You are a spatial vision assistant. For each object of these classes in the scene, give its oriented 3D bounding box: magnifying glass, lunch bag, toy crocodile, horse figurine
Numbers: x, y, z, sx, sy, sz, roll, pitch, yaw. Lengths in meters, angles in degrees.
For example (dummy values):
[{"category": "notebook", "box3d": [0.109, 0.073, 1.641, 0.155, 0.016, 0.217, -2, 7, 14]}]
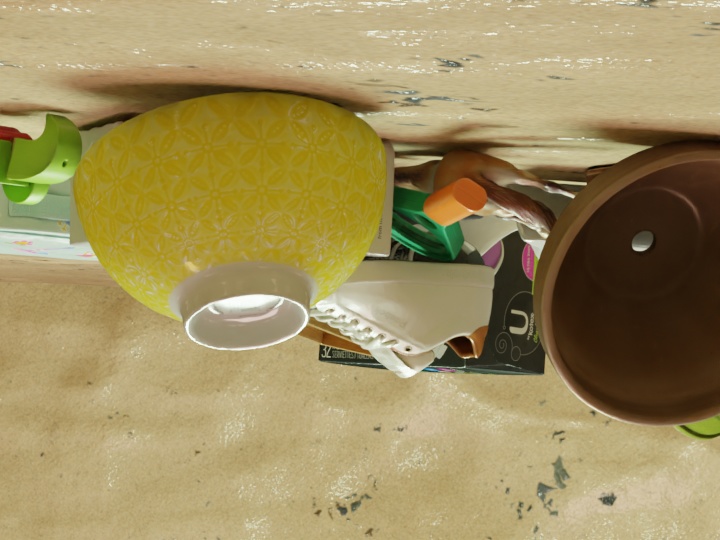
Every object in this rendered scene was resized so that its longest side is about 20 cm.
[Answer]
[{"category": "magnifying glass", "box3d": [0.050, -0.041, 1.589, 0.080, 0.022, 0.200, 34, 170, -7]}, {"category": "lunch bag", "box3d": [-0.233, -0.052, 1.805, 0.199, 0.077, 0.160, 4, 175, -16]}, {"category": "toy crocodile", "box3d": [-0.275, -0.082, 1.576, 0.200, 0.062, 0.067, 6, 180, 42]}, {"category": "horse figurine", "box3d": [0.089, -0.054, 1.628, 0.132, 0.050, 0.200, 18, 179, -15]}]

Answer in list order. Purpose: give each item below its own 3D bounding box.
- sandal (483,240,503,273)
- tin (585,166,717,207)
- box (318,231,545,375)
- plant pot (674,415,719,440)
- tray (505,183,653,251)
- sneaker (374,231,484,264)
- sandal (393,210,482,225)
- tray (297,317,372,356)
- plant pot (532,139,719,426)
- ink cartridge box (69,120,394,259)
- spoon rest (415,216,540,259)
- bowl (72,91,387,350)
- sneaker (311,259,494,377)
[{"category": "sandal", "box3d": [0.074, -0.021, 2.007, 0.202, 0.083, 0.050, -20, 157, -53]}, {"category": "tin", "box3d": [0.245, -0.056, 1.659, 0.112, 0.042, 0.200, 0, 178, -28]}, {"category": "box", "box3d": [0.074, 0.026, 2.227, 0.200, 0.149, 0.124, -1, 174, 45]}, {"category": "plant pot", "box3d": [0.369, 0.035, 1.996, 0.193, 0.201, 0.200, -15, 166, 37]}, {"category": "tray", "box3d": [0.213, -0.034, 1.766, 0.199, 0.022, 0.107, 4, -153, -9]}, {"category": "sneaker", "box3d": [0.000, 0.000, 1.804, 0.115, 0.075, 0.200, -2, -170, -39]}, {"category": "sandal", "box3d": [0.022, -0.060, 1.824, 0.076, 0.043, 0.200, 9, -169, 39]}, {"category": "tray", "box3d": [-0.042, 0.029, 1.757, 0.098, 0.037, 0.200, 12, 172, 34]}, {"category": "plant pot", "box3d": [0.206, -0.003, 1.534, 0.200, 0.201, 0.093, 4, -157, -15]}, {"category": "ink cartridge box", "box3d": [-0.095, -0.053, 1.605, 0.199, 0.084, 0.145, 3, 177, -22]}, {"category": "spoon rest", "box3d": [0.085, -0.030, 1.946, 0.200, 0.100, 0.061, -6, 147, -31]}, {"category": "bowl", "box3d": [-0.077, -0.015, 1.418, 0.200, 0.108, 0.200, -6, 154, -3]}, {"category": "sneaker", "box3d": [0.012, 0.034, 1.623, 0.200, 0.085, 0.073, 3, 178, -30]}]
